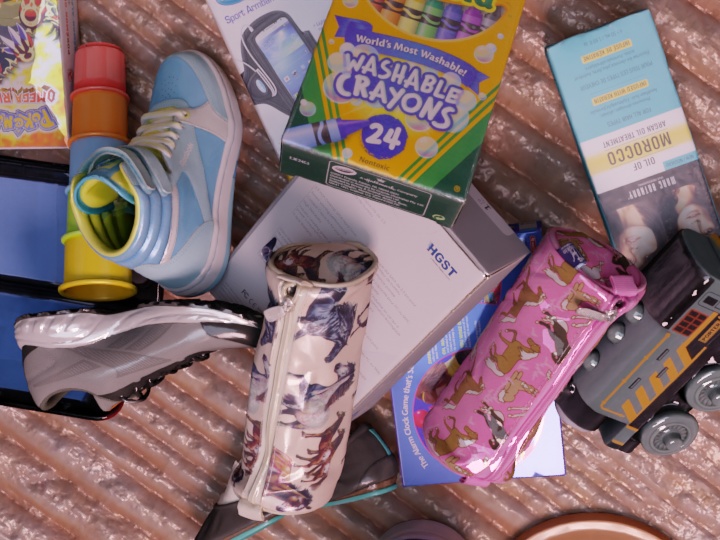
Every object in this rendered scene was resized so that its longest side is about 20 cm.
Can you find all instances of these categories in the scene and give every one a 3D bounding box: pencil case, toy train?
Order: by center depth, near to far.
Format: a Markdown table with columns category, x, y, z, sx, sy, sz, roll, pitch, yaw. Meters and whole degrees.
| category | x | y | z | sx | sy | sz | roll | pitch | yaw |
| --- | --- | --- | --- | --- | --- | --- | --- | --- | --- |
| pencil case | -0.043 | 0.078 | 0.807 | 0.078 | 0.089 | 0.201 | 26 | 116 | 34 |
| pencil case | 0.123 | 0.065 | 0.841 | 0.083 | 0.087 | 0.200 | 35 | 113 | 9 |
| toy train | 0.231 | 0.058 | 0.855 | 0.114 | 0.085 | 0.200 | 22 | 124 | -23 |

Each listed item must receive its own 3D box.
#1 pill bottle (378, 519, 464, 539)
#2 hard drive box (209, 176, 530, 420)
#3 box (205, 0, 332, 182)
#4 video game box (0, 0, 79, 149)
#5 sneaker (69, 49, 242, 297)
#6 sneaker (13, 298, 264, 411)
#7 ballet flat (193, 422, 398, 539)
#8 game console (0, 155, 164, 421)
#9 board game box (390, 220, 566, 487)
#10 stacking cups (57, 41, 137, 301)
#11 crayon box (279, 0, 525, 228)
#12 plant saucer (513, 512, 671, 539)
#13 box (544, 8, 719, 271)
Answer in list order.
| category | x | y | z | sx | sy | sz | roll | pitch | yaw |
| --- | --- | --- | --- | --- | --- | --- | --- | --- | --- |
| pill bottle | 0.043 | 0.277 | 0.891 | 0.115 | 0.200 | 0.116 | 1 | 101 | 7 |
| hard drive box | 0.000 | 0.000 | 0.859 | 0.156 | 0.077 | 0.200 | 51 | 123 | 11 |
| box | -0.040 | -0.179 | 0.896 | 0.119 | 0.041 | 0.201 | -23 | 95 | 12 |
| video game box | -0.328 | -0.189 | 0.929 | 0.199 | 0.047 | 0.183 | 0 | 104 | 8 |
| sneaker | -0.155 | -0.089 | 0.853 | 0.079 | 0.130 | 0.201 | -13 | 71 | 29 |
| sneaker | -0.159 | 0.062 | 0.859 | 0.199 | 0.074 | 0.080 | -7 | 86 | 10 |
| ballet flat | -0.061 | 0.178 | 0.956 | 0.199 | 0.068 | 0.069 | -23 | 82 | 17 |
| game console | -0.268 | 0.007 | 0.920 | 0.199 | 0.119 | 0.173 | 8 | 108 | 5 |
| board game box | 0.089 | 0.068 | 0.923 | 0.134 | 0.045 | 0.201 | -5 | 100 | 9 |
| stacking cups | -0.208 | -0.078 | 0.900 | 0.060 | 0.061 | 0.201 | -7 | 74 | 9 |
| crayon box | 0.034 | -0.144 | 0.781 | 0.125 | 0.052 | 0.201 | 18 | 70 | 0 |
| plant saucer | 0.197 | 0.304 | 0.963 | 0.199 | 0.032 | 0.201 | 1 | 102 | 7 |
| box | 0.210 | -0.089 | 0.873 | 0.082 | 0.049 | 0.201 | -20 | 98 | 11 |
